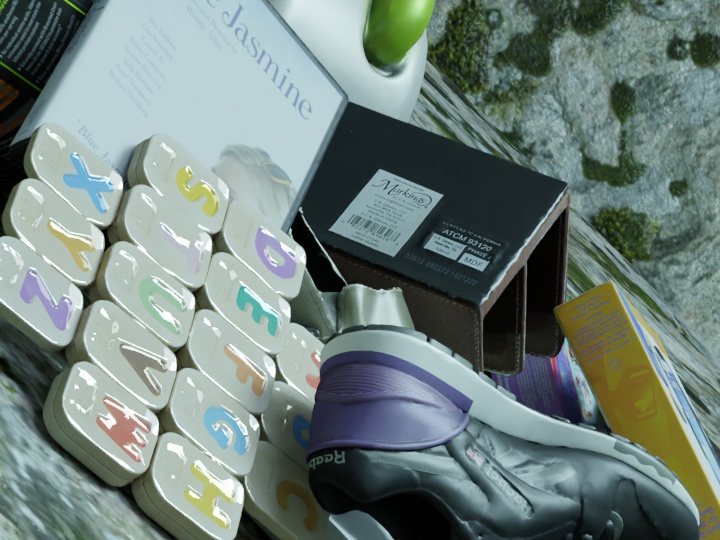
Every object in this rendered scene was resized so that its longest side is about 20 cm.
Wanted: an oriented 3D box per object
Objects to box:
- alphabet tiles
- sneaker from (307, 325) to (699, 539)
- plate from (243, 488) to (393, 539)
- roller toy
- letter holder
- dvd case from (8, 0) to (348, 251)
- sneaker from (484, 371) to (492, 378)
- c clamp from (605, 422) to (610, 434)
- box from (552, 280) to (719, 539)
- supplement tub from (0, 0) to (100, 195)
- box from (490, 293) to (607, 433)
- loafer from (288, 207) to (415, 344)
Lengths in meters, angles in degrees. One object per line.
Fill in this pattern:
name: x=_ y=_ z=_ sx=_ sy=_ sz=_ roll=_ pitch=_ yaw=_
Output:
alphabet tiles: x=-0.076 y=0.027 z=1.290 sx=0.196 sy=0.015 sz=0.200 roll=41 pitch=35 yaw=-21
sneaker: x=0.059 y=0.107 z=1.321 sx=0.200 sy=0.076 sz=0.088 roll=27 pitch=56 yaw=-22
plate: x=-0.023 y=0.100 z=1.409 sx=0.200 sy=0.032 sz=0.200 roll=44 pitch=8 yaw=2
roller toy: x=-0.068 y=-0.122 z=1.752 sx=0.140 sy=0.200 sz=0.182 roll=37 pitch=-8 yaw=-32
letter holder: x=0.000 y=0.000 z=1.589 sx=0.200 sy=0.101 sz=0.142 roll=22 pitch=-38 yaw=21
dvd case: x=-0.079 y=-0.069 z=1.396 sx=0.143 sy=0.018 sz=0.200 roll=48 pitch=39 yaw=-23
sneaker: x=0.037 y=0.077 z=1.711 sx=0.200 sy=0.088 sz=0.076 roll=-54 pitch=135 yaw=-64
c clamp: x=0.174 y=0.146 z=1.704 sx=0.171 sy=0.027 sz=0.200 roll=62 pitch=13 yaw=-14
box: x=0.171 y=0.111 z=1.585 sx=0.200 sy=0.041 sz=0.119 roll=64 pitch=8 yaw=22
supplement tub: x=-0.185 y=-0.121 z=1.403 sx=0.200 sy=0.123 sz=0.123 roll=37 pitch=12 yaw=-45
box: x=0.123 y=0.111 z=1.705 sx=0.137 sy=0.039 sz=0.200 roll=23 pitch=52 yaw=-68
loafer: x=-0.003 y=0.038 z=1.453 sx=0.200 sy=0.070 sz=0.075 roll=46 pitch=9 yaw=12
